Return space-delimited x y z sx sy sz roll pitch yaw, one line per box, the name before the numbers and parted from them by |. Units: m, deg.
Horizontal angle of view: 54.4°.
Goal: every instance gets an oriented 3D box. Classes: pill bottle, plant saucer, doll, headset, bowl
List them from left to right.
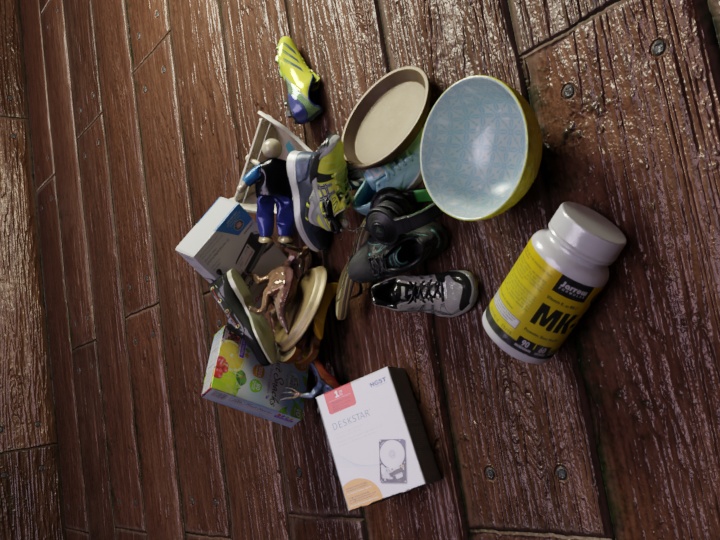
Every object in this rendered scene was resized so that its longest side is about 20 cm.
doll | -0.175 -0.157 1.379 0.048 0.135 0.202 -114 24 -79
headset | 0.039 -0.101 1.143 0.198 0.124 0.095 -15 114 16
plant saucer | 0.045 -0.255 1.187 0.199 0.029 0.202 -29 45 34
bowl | 0.191 -0.170 1.011 0.199 0.107 0.202 1 92 49
pill bottle | 0.257 0.017 0.935 0.114 0.114 0.201 50 127 36

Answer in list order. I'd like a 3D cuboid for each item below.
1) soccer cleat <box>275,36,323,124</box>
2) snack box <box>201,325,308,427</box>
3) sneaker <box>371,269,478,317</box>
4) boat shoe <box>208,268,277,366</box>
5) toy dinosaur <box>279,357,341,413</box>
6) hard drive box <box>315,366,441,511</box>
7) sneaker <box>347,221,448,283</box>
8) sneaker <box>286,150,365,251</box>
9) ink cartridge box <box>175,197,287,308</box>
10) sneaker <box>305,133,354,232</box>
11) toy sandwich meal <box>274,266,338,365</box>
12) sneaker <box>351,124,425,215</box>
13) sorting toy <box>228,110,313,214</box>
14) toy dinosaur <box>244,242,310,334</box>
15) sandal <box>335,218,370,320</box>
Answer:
soccer cleat | -0.120 -0.391 1.423 0.083 0.065 0.202 -18 71 18
snack box | -0.203 0.210 1.387 0.053 0.199 0.143 -40 34 43
sneaker | 0.099 0.042 1.144 0.199 0.087 0.077 -11 81 48
boat shoe | -0.225 0.099 1.358 0.063 0.074 0.203 -31 84 10
toy dinosaur | -0.047 0.241 1.361 0.198 0.105 0.183 -17 65 14
hard drive box | 0.029 0.288 1.203 0.155 0.077 0.202 -27 69 21
sneaker | 0.049 -0.026 1.171 0.199 0.079 0.076 -26 95 34
sneaker | -0.054 -0.128 1.326 0.145 0.077 0.204 2 117 28
ink cartridge box | -0.255 -0.027 1.443 0.084 0.200 0.145 19 66 47
sneaker | -0.043 -0.149 1.209 0.076 0.076 0.201 28 143 15
toy sandwich meal | -0.103 0.090 1.381 0.205 0.070 0.206 -50 23 30
sneaker | 0.052 -0.165 1.196 0.074 0.081 0.201 55 130 31
sorting toy | -0.151 -0.193 1.430 0.179 0.106 0.201 33 110 29
toy dinosaur | -0.148 0.021 1.362 0.135 0.086 0.201 -37 37 19
sandal | 0.000 0.000 1.284 0.080 0.054 0.202 -134 63 -79
